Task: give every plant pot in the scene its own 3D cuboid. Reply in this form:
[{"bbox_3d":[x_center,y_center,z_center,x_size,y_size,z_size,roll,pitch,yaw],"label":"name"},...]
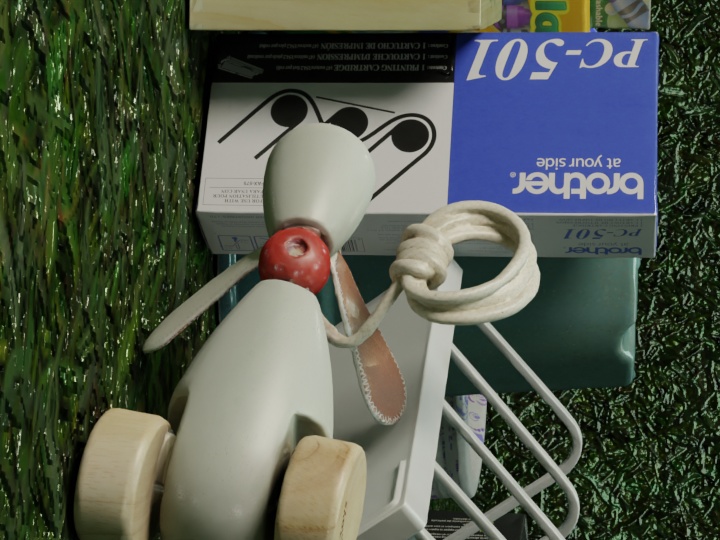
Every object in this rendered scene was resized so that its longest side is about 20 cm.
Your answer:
[{"bbox_3d":[0.041,-0.018,1.061,0.200,0.196,0.201,2,90,-84],"label":"plant pot"}]

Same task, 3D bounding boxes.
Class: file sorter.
[{"bbox_3d":[0.012,0.116,0.885,0.125,0.139,0.200,48,23,-18],"label":"file sorter"}]

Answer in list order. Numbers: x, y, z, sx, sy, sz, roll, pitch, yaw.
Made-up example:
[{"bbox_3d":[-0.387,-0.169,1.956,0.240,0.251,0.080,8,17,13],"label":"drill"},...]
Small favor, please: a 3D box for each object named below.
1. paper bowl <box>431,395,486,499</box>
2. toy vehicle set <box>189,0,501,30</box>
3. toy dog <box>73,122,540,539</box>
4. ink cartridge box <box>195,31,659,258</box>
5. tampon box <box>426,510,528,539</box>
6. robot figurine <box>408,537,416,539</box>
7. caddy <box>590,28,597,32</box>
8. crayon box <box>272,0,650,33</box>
[{"bbox_3d":[0.025,0.042,1.328,0.201,0.104,0.201,2,90,-84],"label":"paper bowl"},{"bbox_3d":[0.000,-0.128,0.985,0.200,0.124,0.027,-50,141,-79],"label":"toy vehicle set"},{"bbox_3d":[-0.030,0.047,0.785,0.200,0.132,0.096,-48,157,-34],"label":"toy dog"},{"bbox_3d":[0.032,-0.056,0.941,0.044,0.200,0.094,77,16,-63],"label":"ink cartridge box"},{"bbox_3d":[0.057,0.289,1.558,0.200,0.126,0.150,-75,164,-64],"label":"tampon box"},{"bbox_3d":[0.014,0.221,1.225,0.200,0.113,0.170,82,10,-56],"label":"robot figurine"},{"bbox_3d":[0.073,-0.089,1.234,0.200,0.141,0.105,54,-32,-2],"label":"caddy"},{"bbox_3d":[0.052,-0.172,1.102,0.052,0.200,0.126,-78,167,-57],"label":"crayon box"}]
